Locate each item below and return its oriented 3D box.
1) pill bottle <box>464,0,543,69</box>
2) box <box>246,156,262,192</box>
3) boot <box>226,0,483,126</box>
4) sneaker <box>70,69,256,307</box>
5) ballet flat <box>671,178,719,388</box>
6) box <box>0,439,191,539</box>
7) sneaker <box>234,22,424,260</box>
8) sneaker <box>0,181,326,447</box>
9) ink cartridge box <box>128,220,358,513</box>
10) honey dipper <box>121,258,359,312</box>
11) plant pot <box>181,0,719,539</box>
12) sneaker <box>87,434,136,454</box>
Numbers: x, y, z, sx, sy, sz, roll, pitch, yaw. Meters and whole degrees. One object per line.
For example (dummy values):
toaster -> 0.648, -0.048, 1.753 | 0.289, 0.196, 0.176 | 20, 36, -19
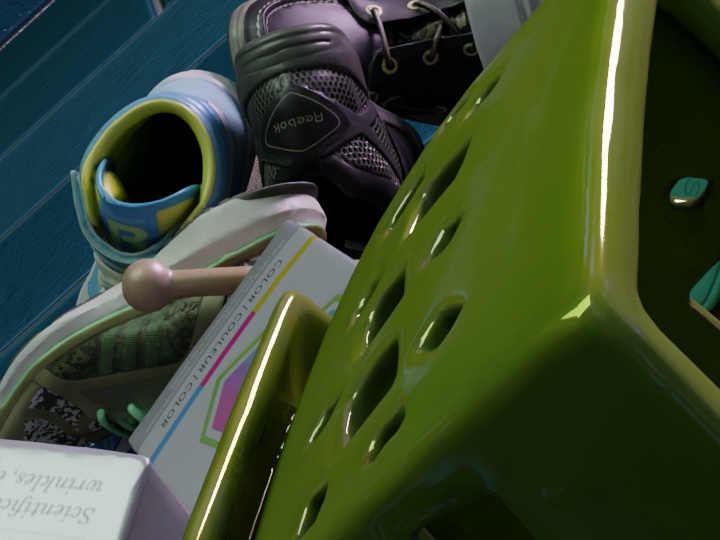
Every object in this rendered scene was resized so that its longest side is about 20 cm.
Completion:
pill bottle -> 0.145, -0.119, 0.842 | 0.199, 0.113, 0.112 | -14, 26, 17
box -> -0.059, -0.014, 1.198 | 0.100, 0.075, 0.200 | -37, 16, 14
boot -> 0.048, -0.126, 1.098 | 0.153, 0.074, 0.203 | -21, -15, 41
sneaker -> -0.106, 0.005, 1.034 | 0.131, 0.079, 0.202 | -36, -44, -81
ballet flat -> 0.110, 0.023, 0.721 | 0.068, 0.067, 0.201 | 31, 108, 32
box -> -0.153, 0.164, 0.673 | 0.197, 0.131, 0.201 | 4, 60, 22
sneaker -> -0.006, -0.031, 1.061 | 0.076, 0.115, 0.200 | -13, -19, 8
sneaker -> -0.082, 0.048, 0.953 | 0.200, 0.089, 0.077 | -38, -22, 15
ink cartridge box -> -0.001, 0.061, 0.736 | 0.104, 0.059, 0.200 | -55, 27, -1
honey dipper -> 0.000, 0.000, 0.908 | 0.198, 0.038, 0.038 | -2, 24, 2
plant pot -> 0.064, 0.068, 0.545 | 0.181, 0.199, 0.200 | -40, 17, 29
sneaker -> -0.104, 0.105, 1.009 | 0.200, 0.078, 0.090 | -36, 22, 21
